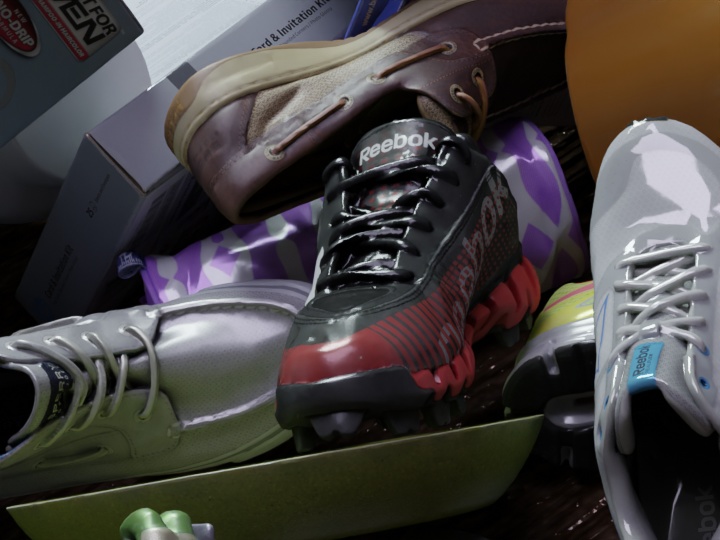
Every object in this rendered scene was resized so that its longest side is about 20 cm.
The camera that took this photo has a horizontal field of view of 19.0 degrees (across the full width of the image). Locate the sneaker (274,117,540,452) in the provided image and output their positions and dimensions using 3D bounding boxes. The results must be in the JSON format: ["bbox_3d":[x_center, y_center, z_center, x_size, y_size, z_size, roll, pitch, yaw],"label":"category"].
[{"bbox_3d":[0.012,-0.001,0.779,0.070,0.099,0.200,-7,13,21],"label":"sneaker"}]

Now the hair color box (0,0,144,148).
[{"bbox_3d":[-0.199,-0.077,0.911,0.200,0.061,0.099,-40,40,-3],"label":"hair color box"}]

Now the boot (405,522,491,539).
[{"bbox_3d":[0.046,0.149,0.694,0.199,0.078,0.138,18,49,40],"label":"boot"}]

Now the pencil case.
[{"bbox_3d":[0.000,0.000,0.934,0.199,0.085,0.086,-19,12,-5],"label":"pencil case"}]

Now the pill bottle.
[{"bbox_3d":[-0.192,-0.076,1.051,0.199,0.113,0.113,-6,31,50],"label":"pill bottle"}]

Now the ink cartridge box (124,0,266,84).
[{"bbox_3d":[-0.061,-0.133,1.130,0.199,0.041,0.200,-37,25,-13],"label":"ink cartridge box"}]

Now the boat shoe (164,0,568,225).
[{"bbox_3d":[0.021,-0.064,0.888,0.199,0.072,0.072,-16,52,-26],"label":"boat shoe"}]

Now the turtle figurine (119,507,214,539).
[{"bbox_3d":[-0.123,0.102,0.655,0.143,0.194,0.200,1,45,44],"label":"turtle figurine"}]

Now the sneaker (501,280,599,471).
[{"bbox_3d":[0.154,0.017,0.840,0.198,0.079,0.090,-7,28,12],"label":"sneaker"}]

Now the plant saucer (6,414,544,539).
[{"bbox_3d":[-0.028,0.084,0.786,0.198,0.031,0.200,-10,-4,-1],"label":"plant saucer"}]

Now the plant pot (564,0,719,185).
[{"bbox_3d":[0.189,-0.087,0.877,0.182,0.201,0.201,-13,32,26],"label":"plant pot"}]

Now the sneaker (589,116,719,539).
[{"bbox_3d":[0.112,0.031,0.744,0.074,0.087,0.202,-15,65,20],"label":"sneaker"}]

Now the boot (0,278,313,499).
[{"bbox_3d":[-0.103,0.051,0.838,0.199,0.074,0.096,-18,-7,10],"label":"boot"}]

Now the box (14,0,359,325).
[{"bbox_3d":[-0.063,-0.064,0.994,0.041,0.156,0.200,46,58,6],"label":"box"}]

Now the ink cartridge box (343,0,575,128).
[{"bbox_3d":[0.072,-0.118,0.958,0.199,0.120,0.042,-6,48,-34],"label":"ink cartridge box"}]
